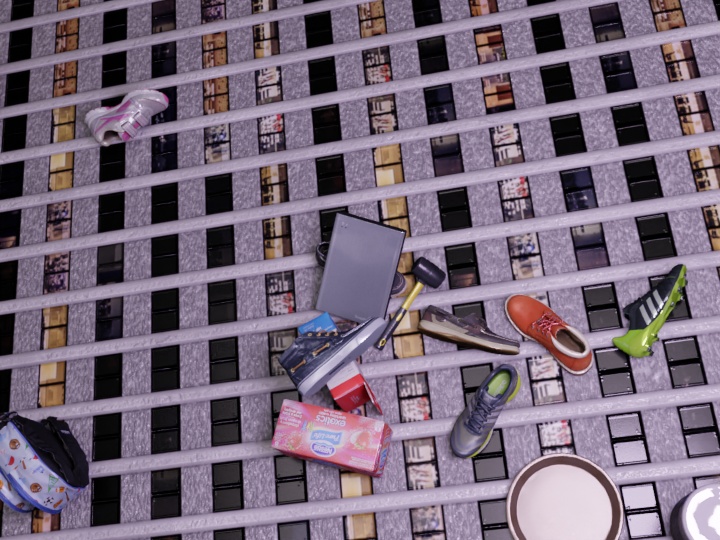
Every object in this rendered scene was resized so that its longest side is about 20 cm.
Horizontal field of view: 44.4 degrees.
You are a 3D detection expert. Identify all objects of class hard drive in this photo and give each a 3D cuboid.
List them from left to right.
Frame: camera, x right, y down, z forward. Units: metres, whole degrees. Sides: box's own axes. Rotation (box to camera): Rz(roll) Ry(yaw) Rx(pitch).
[{"bbox_3d":[0.000,0.000,1.716,0.139,0.033,0.200,17,105,13],"label":"hard drive"}]

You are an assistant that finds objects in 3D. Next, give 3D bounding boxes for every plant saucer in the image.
[{"bbox_3d":[0.355,0.421,1.540,0.200,0.029,0.200,-4,69,10],"label":"plant saucer"}]

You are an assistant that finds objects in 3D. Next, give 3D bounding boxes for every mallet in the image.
[{"bbox_3d":[0.098,0.073,1.723,0.066,0.041,0.200,27,88,-10],"label":"mallet"}]

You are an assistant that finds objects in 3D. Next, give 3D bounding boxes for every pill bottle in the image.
[{"bbox_3d":[0.558,0.408,1.410,0.114,0.200,0.114,-3,70,10],"label":"pill bottle"}]

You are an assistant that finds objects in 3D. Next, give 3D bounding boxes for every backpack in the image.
[{"bbox_3d":[-0.621,0.376,1.680,0.190,0.200,0.154,38,86,15],"label":"backpack"}]

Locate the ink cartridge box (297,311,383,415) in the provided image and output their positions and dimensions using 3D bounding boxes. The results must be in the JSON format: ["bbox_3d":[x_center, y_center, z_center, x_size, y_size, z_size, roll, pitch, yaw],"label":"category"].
[{"bbox_3d":[-0.036,0.190,1.660,0.067,0.116,0.200,-29,66,-1],"label":"ink cartridge box"}]

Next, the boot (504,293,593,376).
[{"bbox_3d":[0.346,0.103,1.621,0.200,0.107,0.075,41,84,24],"label":"boot"}]

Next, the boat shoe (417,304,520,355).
[{"bbox_3d":[0.207,0.111,1.664,0.200,0.073,0.065,14,78,17],"label":"boat shoe"}]

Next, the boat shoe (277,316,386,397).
[{"bbox_3d":[-0.053,0.130,1.583,0.200,0.071,0.091,-40,71,-4],"label":"boat shoe"}]

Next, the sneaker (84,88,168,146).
[{"bbox_3d":[-0.519,-0.337,1.985,0.200,0.081,0.088,-23,68,12],"label":"sneaker"}]

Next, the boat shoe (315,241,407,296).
[{"bbox_3d":[-0.003,-0.005,1.755,0.200,0.063,0.073,23,73,17],"label":"boat shoe"}]

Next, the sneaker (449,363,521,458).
[{"bbox_3d":[0.223,0.249,1.603,0.074,0.081,0.200,27,77,20],"label":"sneaker"}]

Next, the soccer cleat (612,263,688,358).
[{"bbox_3d":[0.533,0.066,1.620,0.081,0.068,0.200,25,77,32],"label":"soccer cleat"}]

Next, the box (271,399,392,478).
[{"bbox_3d":[-0.051,0.311,1.627,0.200,0.100,0.096,10,72,15],"label":"box"}]
